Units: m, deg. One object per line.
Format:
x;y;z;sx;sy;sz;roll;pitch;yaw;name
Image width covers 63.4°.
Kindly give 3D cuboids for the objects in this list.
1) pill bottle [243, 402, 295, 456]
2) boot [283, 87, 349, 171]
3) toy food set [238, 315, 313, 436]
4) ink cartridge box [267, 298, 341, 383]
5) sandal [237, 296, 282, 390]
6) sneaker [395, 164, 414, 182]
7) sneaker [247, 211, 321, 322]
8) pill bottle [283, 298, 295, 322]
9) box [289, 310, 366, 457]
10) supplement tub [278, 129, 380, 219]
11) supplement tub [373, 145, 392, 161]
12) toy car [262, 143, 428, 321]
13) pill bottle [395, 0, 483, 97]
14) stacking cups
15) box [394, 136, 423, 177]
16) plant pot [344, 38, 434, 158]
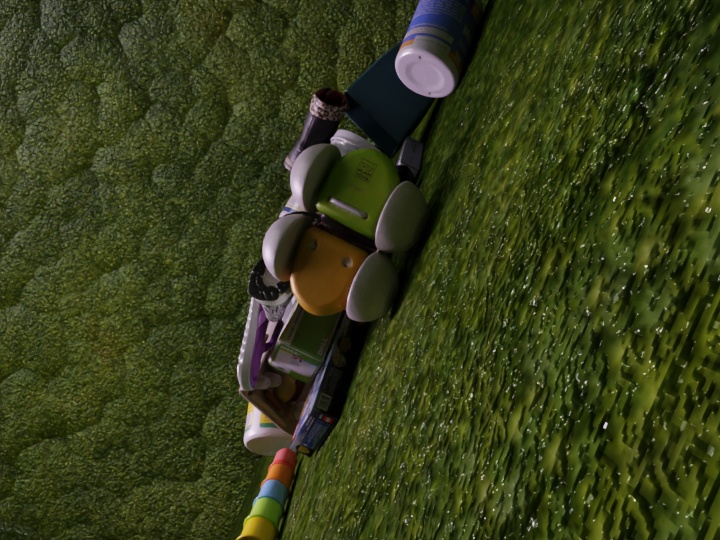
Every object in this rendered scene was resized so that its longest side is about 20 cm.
-0.165;0.252;1.163;0.114;0.110;0.204;119;158;-51;pill bottle
-0.065;-0.272;1.133;0.199;0.072;0.153;-36;-23;-57;boot
-0.114;0.176;0.972;0.201;0.059;0.146;59;-137;-47;toy food set
-0.061;0.055;0.849;0.201;0.074;0.150;122;171;-57;ink cartridge box
-0.139;0.082;0.871;0.083;0.048;0.207;87;-172;-60;sandal
0.030;-0.073;0.909;0.087;0.074;0.205;-21;51;66;sneaker
-0.107;-0.009;0.867;0.090;0.075;0.202;95;-163;-48;sneaker
-0.107;0.097;1.215;0.116;0.111;0.200;-66;18;12;pill bottle
-0.042;0.151;0.855;0.138;0.039;0.203;118;173;-49;box
-0.044;-0.134;1.061;0.203;0.143;0.145;-59;3;-6;supplement tub
0.015;-0.193;1.246;0.200;0.120;0.125;46;-113;-85;supplement tub
-0.008;-0.043;0.712;0.204;0.172;0.149;-67;-21;7;toy car
0.138;-0.402;0.961;0.112;0.110;0.204;128;165;-74;pill bottle
-0.141;0.369;0.930;0.201;0.059;0.062;-67;2;-68;stacking cups
0.056;-0.130;1.082;0.157;0.040;0.203;-73;8;-62;box
0.083;-0.357;1.152;0.201;0.141;0.141;-48;1;-2;plant pot
